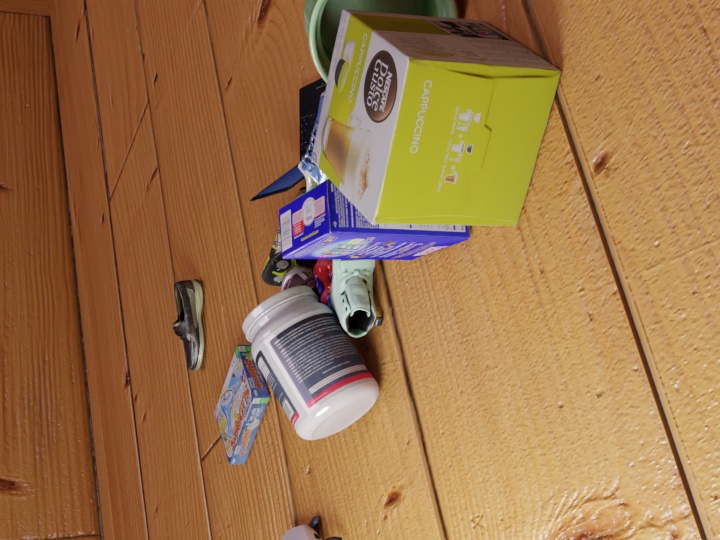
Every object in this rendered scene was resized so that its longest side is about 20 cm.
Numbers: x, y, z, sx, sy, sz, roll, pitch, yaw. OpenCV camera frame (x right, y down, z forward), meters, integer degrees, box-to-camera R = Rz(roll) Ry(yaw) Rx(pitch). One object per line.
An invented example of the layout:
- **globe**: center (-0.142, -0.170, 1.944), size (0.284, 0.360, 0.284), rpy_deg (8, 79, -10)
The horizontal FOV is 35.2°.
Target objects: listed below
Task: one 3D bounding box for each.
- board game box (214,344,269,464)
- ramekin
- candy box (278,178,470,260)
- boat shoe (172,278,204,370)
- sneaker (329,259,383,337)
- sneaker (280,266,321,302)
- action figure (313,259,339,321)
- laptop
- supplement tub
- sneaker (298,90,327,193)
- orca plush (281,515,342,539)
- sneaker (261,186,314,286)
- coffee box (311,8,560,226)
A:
- **board game box**: center (-0.230, 0.260, 2.191), size (0.135, 0.034, 0.200), rpy_deg (-115, 35, -42)
- **ramekin**: center (0.020, -0.330, 1.499), size (0.098, 0.200, 0.200), rpy_deg (-114, 34, -56)
- **candy box**: center (0.016, -0.062, 1.488), size (0.169, 0.200, 0.077), rpy_deg (158, 112, -62)
- **boat shoe**: center (-0.378, 0.119, 2.471), size (0.073, 0.065, 0.200), rpy_deg (-14, 78, 62)
- **sneaker**: center (0.000, 0.000, 1.663), size (0.118, 0.074, 0.201), rpy_deg (-117, 26, -55)
- **sneaker**: center (-0.098, 0.102, 1.875), size (0.115, 0.076, 0.200), rpy_deg (29, 115, 58)
- **action figure**: center (-0.047, 0.053, 1.794), size (0.065, 0.052, 0.200), rpy_deg (-3, 87, 60)
- **laptop**: center (-0.106, -0.219, 1.861), size (0.177, 0.103, 0.200), rpy_deg (-5, 85, 64)
- **supplement tub**: center (-0.076, 0.138, 1.692), size (0.200, 0.140, 0.140), rpy_deg (57, 143, 20)
- **sneaker**: center (-0.050, -0.176, 1.730), size (0.076, 0.077, 0.200), rpy_deg (34, 133, 45)
- **orca plush**: center (-0.072, 0.459, 1.854), size (0.105, 0.071, 0.200), rpy_deg (-52, 10, -34)
- **sneaker**: center (-0.109, -0.053, 1.914), size (0.200, 0.075, 0.076), rpy_deg (-56, 33, 34)
- **coffee box**: center (0.083, -0.181, 1.348), size (0.198, 0.200, 0.200), rpy_deg (-130, 46, -53)
